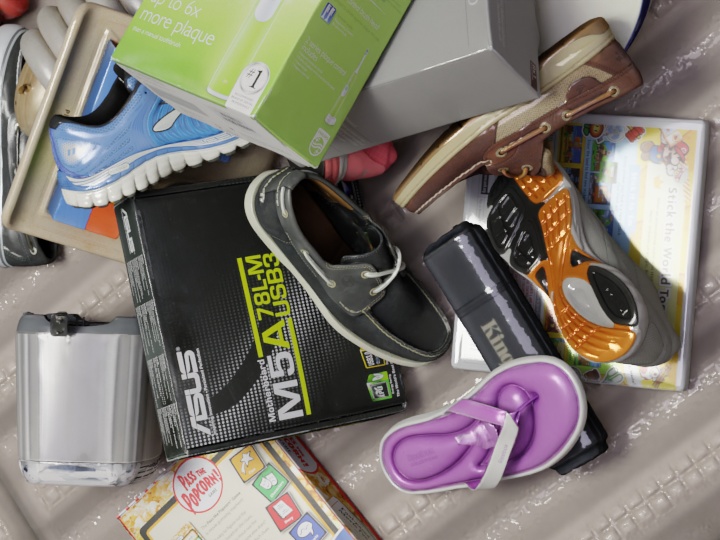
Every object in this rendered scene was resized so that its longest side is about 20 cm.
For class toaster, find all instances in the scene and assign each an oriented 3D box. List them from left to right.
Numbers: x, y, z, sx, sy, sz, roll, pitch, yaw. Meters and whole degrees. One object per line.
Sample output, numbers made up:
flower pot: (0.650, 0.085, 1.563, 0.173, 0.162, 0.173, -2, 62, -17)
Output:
toaster: (-0.207, 0.097, 1.552, 0.113, 0.200, 0.130, 1, 89, 0)

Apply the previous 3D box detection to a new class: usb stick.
usb stick: (0.115, 0.057, 1.491, 0.055, 0.033, 0.201, -33, 86, 26)

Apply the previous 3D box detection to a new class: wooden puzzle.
wooden puzzle: (-0.155, -0.089, 1.540, 0.186, 0.199, 0.046, -68, 27, 11)

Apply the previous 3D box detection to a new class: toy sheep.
toy sheep: (-0.191, -0.174, 1.589, 0.200, 0.138, 0.138, -38, 77, -1)

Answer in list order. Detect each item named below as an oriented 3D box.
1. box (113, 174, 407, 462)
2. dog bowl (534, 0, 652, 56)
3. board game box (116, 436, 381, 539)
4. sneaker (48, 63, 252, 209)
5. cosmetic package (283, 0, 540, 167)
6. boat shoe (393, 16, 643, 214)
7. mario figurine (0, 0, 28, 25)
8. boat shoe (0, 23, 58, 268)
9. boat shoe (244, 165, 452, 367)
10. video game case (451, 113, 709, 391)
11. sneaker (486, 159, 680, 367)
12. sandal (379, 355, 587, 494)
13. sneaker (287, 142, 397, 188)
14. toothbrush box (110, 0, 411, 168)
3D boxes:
box: (-0.074, 0.029, 1.516, 0.047, 0.192, 0.201, -21, 79, 58)
dog bowl: (0.114, -0.219, 1.468, 0.199, 0.079, 0.201, 4, 106, 13)
board game box: (-0.076, 0.220, 1.579, 0.151, 0.046, 0.200, -43, 75, 15)
sneaker: (-0.136, -0.121, 1.468, 0.199, 0.079, 0.090, -26, 107, -17)
cosmetic package: (0.020, -0.155, 1.399, 0.199, 0.090, 0.107, -18, 62, 27)
boat shoe: (0.113, -0.094, 1.428, 0.200, 0.072, 0.072, -38, 96, 15)
mario figurine: (-0.359, -0.193, 1.661, 0.123, 0.106, 0.201, 32, 101, 20)
boat shoe: (-0.273, -0.101, 1.650, 0.056, 0.069, 0.201, 5, 98, 19)
boat shoe: (0.000, 0.000, 1.498, 0.200, 0.072, 0.068, 45, 150, -20)
video game case: (0.164, -0.017, 1.507, 0.181, 0.023, 0.201, 5, 90, 21)
sneaker: (0.163, -0.002, 1.461, 0.076, 0.092, 0.200, -42, 52, 21)
sandal: (0.087, 0.128, 1.485, 0.202, 0.050, 0.083, -31, 89, 41)
sneaker: (-0.019, -0.161, 1.539, 0.074, 0.086, 0.201, -17, 78, 58)
toothbrush box: (-0.052, -0.191, 1.355, 0.145, 0.086, 0.201, 26, 82, 37)
